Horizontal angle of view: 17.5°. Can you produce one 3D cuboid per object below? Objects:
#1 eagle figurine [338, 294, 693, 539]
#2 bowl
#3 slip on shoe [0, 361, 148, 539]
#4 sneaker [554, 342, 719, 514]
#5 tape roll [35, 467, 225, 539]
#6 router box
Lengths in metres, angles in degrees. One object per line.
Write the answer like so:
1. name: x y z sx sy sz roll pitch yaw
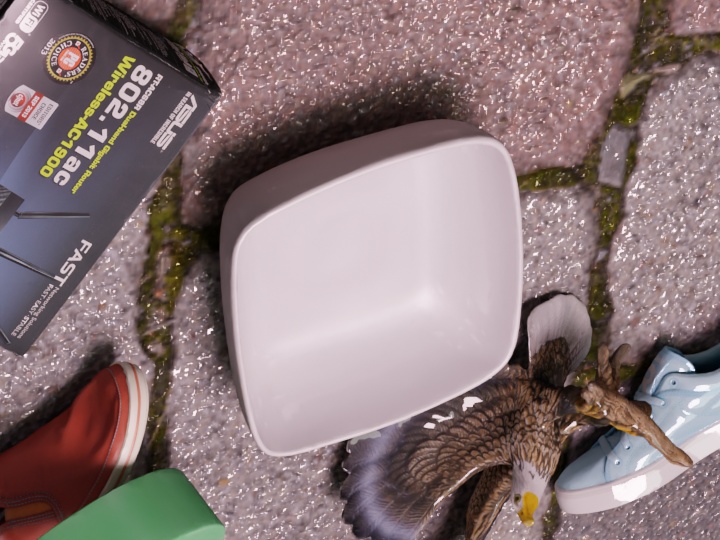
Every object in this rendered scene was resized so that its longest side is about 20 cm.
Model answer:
1. eagle figurine: 0.098 0.124 1.590 0.199 0.151 0.152 -27 95 28
2. bowl: 0.000 0.000 1.454 0.199 0.075 0.201 -19 130 -18
3. slip on shoe: -0.201 0.134 1.430 0.200 0.074 0.061 -47 130 13
4. sneaker: 0.217 0.098 1.676 0.199 0.074 0.082 -30 103 -3
5. tape roll: -0.176 0.203 1.438 0.200 0.048 0.201 -38 168 -10
6. router box: -0.195 -0.066 1.292 0.150 0.062 0.200 29 104 -43
